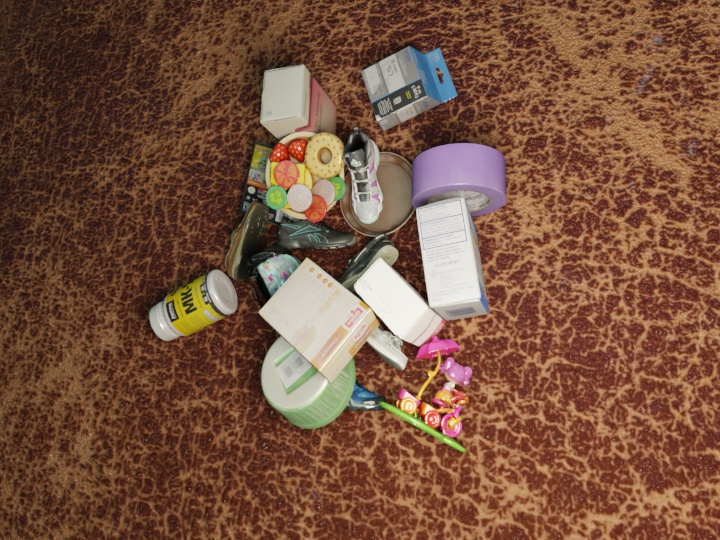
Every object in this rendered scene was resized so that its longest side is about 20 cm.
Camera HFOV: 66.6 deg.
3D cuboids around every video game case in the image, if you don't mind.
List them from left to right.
[{"bbox_3d":[-0.202,-0.209,1.368,0.195,0.025,0.186,19,99,23],"label":"video game case"}]

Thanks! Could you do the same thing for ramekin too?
[{"bbox_3d":[-0.116,0.220,1.159,0.195,0.098,0.205,-13,59,21],"label":"ramekin"}]

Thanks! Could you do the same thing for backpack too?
[{"bbox_3d":[-0.162,0.051,1.250,0.125,0.167,0.203,-32,75,4],"label":"backpack"}]

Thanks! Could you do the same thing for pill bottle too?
[{"bbox_3d":[-0.412,0.090,1.351,0.196,0.114,0.117,-26,70,12],"label":"pill bottle"}]

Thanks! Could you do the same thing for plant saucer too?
[{"bbox_3d":[0.047,-0.175,1.287,0.194,0.034,0.207,-5,75,19],"label":"plant saucer"}]

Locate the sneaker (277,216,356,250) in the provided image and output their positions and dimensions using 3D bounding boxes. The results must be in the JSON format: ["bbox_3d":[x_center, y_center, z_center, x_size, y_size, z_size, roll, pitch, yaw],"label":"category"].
[{"bbox_3d":[-0.105,-0.088,1.287,0.193,0.075,0.082,1,90,11],"label":"sneaker"}]

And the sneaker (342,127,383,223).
[{"bbox_3d":[-0.004,-0.217,1.220,0.075,0.140,0.206,-9,74,17],"label":"sneaker"}]

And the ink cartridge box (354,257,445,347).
[{"bbox_3d":[0.086,0.072,1.126,0.083,0.200,0.147,-45,68,4],"label":"ink cartridge box"}]

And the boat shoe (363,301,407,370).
[{"bbox_3d":[0.041,0.136,1.178,0.065,0.075,0.202,-44,41,-4],"label":"boat shoe"}]

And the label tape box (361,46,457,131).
[{"bbox_3d":[0.114,-0.447,1.307,0.195,0.063,0.148,-22,72,14],"label":"label tape box"}]

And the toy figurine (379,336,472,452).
[{"bbox_3d":[0.163,0.236,1.114,0.196,0.150,0.187,29,78,1],"label":"toy figurine"}]

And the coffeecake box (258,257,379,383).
[{"bbox_3d":[-0.084,0.096,1.103,0.199,0.073,0.154,36,78,32],"label":"coffeecake box"}]

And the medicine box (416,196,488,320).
[{"bbox_3d":[0.191,-0.017,1.117,0.100,0.182,0.206,-10,75,16],"label":"medicine box"}]

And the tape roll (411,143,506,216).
[{"bbox_3d":[0.204,-0.181,1.141,0.194,0.200,0.088,-2,77,19],"label":"tape roll"}]

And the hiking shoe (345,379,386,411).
[{"bbox_3d":[-0.032,0.252,1.196,0.194,0.074,0.089,9,82,22],"label":"hiking shoe"}]

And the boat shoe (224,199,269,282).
[{"bbox_3d":[-0.291,-0.077,1.359,0.073,0.075,0.205,23,95,32],"label":"boat shoe"}]

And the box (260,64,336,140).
[{"bbox_3d":[-0.142,-0.374,1.310,0.106,0.200,0.132,-2,78,20],"label":"box"}]

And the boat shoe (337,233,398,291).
[{"bbox_3d":[0.000,0.000,1.249,0.199,0.071,0.068,-43,50,15],"label":"boat shoe"}]

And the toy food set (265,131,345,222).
[{"bbox_3d":[-0.127,-0.215,1.257,0.193,0.049,0.205,4,97,8],"label":"toy food set"}]

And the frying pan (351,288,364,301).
[{"bbox_3d":[-0.006,0.051,1.189,0.187,0.115,0.031,-31,75,-26],"label":"frying pan"}]
